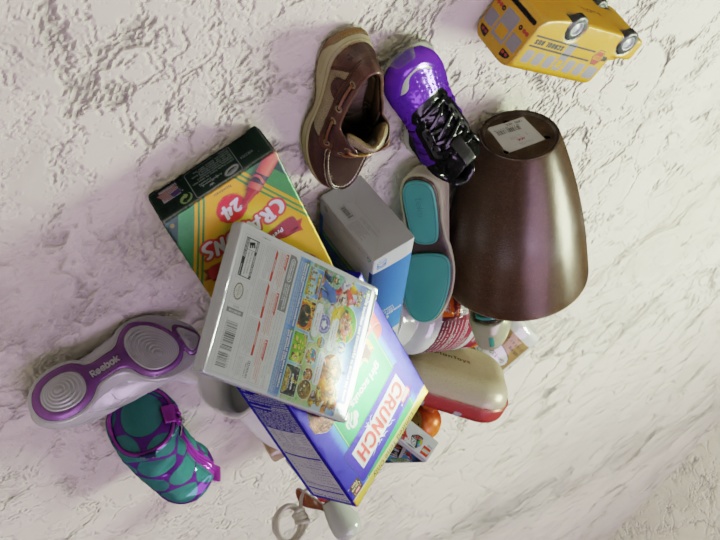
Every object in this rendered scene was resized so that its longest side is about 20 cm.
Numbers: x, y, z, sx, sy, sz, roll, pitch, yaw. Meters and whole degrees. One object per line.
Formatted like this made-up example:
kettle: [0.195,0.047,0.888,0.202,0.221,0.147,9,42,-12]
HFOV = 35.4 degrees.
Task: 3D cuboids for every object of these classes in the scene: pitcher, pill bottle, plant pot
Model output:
pitcher: [-0.113,0.142,1.322,0.199,0.169,0.123,26,76,-52]
pill bottle: [0.083,0.050,1.453,0.198,0.110,0.110,-1,137,-49]
plant pot: [0.182,-0.079,1.325,0.185,0.187,0.202,-25,136,-20]
pill bottle: [0.151,0.119,1.633,0.200,0.115,0.114,-42,152,10]

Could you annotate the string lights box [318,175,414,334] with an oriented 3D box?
string lights box: [0.000,0.000,1.284,0.058,0.103,0.201,-29,153,-22]

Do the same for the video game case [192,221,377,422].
video game case: [-0.067,0.055,1.104,0.199,0.018,0.146,26,73,-43]

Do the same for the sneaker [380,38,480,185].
sneaker: [0.082,-0.151,1.147,0.069,0.100,0.200,-37,153,-1]

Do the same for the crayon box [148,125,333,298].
crayon box: [-0.108,-0.027,1.116,0.126,0.051,0.201,-34,136,-6]

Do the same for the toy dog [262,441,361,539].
toy dog: [-0.066,0.280,1.586,0.129,0.204,0.096,-11,171,5]

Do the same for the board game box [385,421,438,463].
board game box: [0.021,0.211,1.531,0.035,0.126,0.200,-53,-175,-16]

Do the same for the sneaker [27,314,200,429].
sneaker: [-0.264,0.109,1.208,0.197,0.076,0.100,-23,169,-25]

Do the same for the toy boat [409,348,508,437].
toy boat: [0.094,0.170,1.523,0.196,0.131,0.133,17,111,-6]

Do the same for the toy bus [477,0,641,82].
toy bus: [0.215,-0.249,1.189,0.198,0.065,0.079,-1,137,-48]

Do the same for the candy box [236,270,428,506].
candy box: [-0.026,0.128,1.230,0.170,0.076,0.201,-56,135,-29]

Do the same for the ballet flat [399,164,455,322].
ballet flat: [0.081,-0.036,1.320,0.069,0.069,0.203,-20,127,-27]

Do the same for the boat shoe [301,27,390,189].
boat shoe: [-0.008,-0.138,1.095,0.071,0.072,0.202,-22,149,-25]

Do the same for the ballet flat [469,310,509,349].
ballet flat: [0.174,0.019,1.433,0.070,0.068,0.202,113,-3,-46]

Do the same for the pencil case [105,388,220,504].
pencil case: [-0.236,0.216,1.366,0.091,0.087,0.201,-6,152,5]
